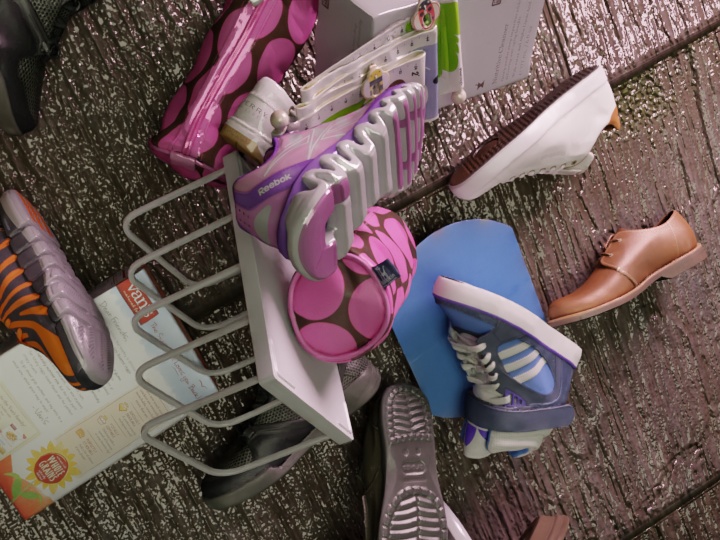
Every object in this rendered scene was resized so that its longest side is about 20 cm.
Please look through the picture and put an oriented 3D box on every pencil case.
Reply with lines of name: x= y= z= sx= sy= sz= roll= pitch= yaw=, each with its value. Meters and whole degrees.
pencil case: x=-0.104 y=-0.170 z=0.705 sx=0.090 sy=0.094 sz=0.203 roll=26 pitch=92 yaw=-15
pencil case: x=0.000 y=0.000 z=0.690 sx=0.089 sy=0.200 sz=0.095 roll=-23 pitch=98 yaw=12

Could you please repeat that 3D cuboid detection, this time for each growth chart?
growth chart: x=0.011 y=-0.124 z=0.664 sx=0.199 sy=0.018 sz=0.146 roll=-40 pitch=145 yaw=-12

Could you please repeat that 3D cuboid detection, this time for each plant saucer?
plant saucer: x=0.148 y=0.329 z=0.856 sx=0.029 sy=0.200 sz=0.202 roll=33 pitch=88 yaw=15

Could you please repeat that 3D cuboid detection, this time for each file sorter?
file sorter: x=-0.104 y=0.043 z=0.671 sx=0.123 sy=0.203 sz=0.139 roll=-23 pitch=146 yaw=12

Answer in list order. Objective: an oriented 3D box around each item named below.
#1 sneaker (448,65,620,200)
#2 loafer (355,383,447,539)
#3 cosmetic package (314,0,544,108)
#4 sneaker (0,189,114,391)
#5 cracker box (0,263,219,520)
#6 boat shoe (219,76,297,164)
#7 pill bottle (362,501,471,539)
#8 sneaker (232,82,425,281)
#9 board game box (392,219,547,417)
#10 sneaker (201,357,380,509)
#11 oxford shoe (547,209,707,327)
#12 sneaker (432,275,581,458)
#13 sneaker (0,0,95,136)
sneaker: x=0.180 y=-0.114 z=0.827 sx=0.199 sy=0.073 sz=0.085 roll=-36 pitch=106 yaw=-10
loafer: x=0.036 y=0.214 z=0.801 sx=0.074 sy=0.070 sz=0.204 roll=10 pitch=69 yaw=-22
cosmetic package: x=0.060 y=-0.206 z=0.722 sx=0.198 sy=0.081 sz=0.114 roll=-26 pitch=142 yaw=-28
sneaker: x=-0.276 y=0.037 z=0.666 sx=0.111 sy=0.201 sz=0.078 roll=-36 pitch=149 yaw=-6
cracker box: x=-0.241 y=0.101 z=0.737 sx=0.198 sy=0.058 sz=0.135 roll=-31 pitch=107 yaw=-9
boat shoe: x=-0.038 y=-0.103 z=0.708 sx=0.070 sy=0.200 sz=0.070 roll=32 pitch=93 yaw=23
pill bottle: x=0.024 y=0.325 z=0.838 sx=0.198 sy=0.114 sz=0.116 roll=-33 pitch=108 yaw=-9
sneaker: x=-0.020 y=-0.078 z=0.596 sx=0.200 sy=0.087 sz=0.082 roll=-49 pitch=145 yaw=-42
board game box: x=0.103 y=0.044 z=0.853 sx=0.157 sy=0.039 sz=0.202 roll=-32 pitch=114 yaw=-15
sneaker: x=-0.085 y=0.122 z=0.778 sx=0.199 sy=0.076 sz=0.115 roll=-40 pitch=108 yaw=-10
oxford shoe: x=0.270 y=-0.001 z=0.890 sx=0.198 sy=0.071 sz=0.072 roll=-28 pitch=90 yaw=-17
sneaker: x=0.123 y=0.107 z=0.807 sx=0.198 sy=0.080 sz=0.148 roll=29 pitch=85 yaw=-33
sneaker: x=-0.244 y=-0.208 z=0.669 sx=0.112 sy=0.076 sz=0.204 roll=2 pitch=94 yaw=-12
